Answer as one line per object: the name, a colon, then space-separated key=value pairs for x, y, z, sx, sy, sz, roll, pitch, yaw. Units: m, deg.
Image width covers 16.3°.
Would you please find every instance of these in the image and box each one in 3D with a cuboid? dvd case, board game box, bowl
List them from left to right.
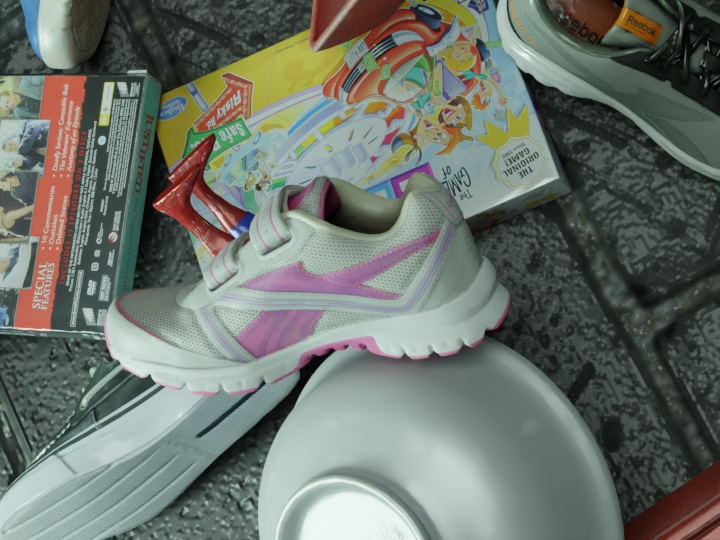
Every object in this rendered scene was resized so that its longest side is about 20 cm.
dvd case: x=-0.207 y=-0.037 z=1.394 sx=0.198 sy=0.022 sz=0.147 roll=2 pitch=79 yaw=27
board game box: x=-0.002 y=-0.066 z=1.351 sx=0.199 sy=0.034 sz=0.135 roll=-23 pitch=73 yaw=10
bowl: x=0.021 y=0.133 z=1.224 sx=0.200 sy=0.090 sz=0.203 roll=11 pitch=111 yaw=32

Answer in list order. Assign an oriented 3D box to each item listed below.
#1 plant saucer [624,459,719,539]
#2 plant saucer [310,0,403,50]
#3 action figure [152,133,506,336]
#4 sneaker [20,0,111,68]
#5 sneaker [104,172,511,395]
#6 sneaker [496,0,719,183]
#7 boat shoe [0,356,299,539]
plant saucer: x=0.193 y=0.197 z=1.234 sx=0.199 sy=0.037 sz=0.200 roll=-35 pitch=71 yaw=7
plant saucer: x=0.038 y=-0.236 z=1.287 sx=0.036 sy=0.200 sz=0.201 roll=17 pitch=57 yaw=-19
action figure: x=0.000 y=0.000 z=1.284 sx=0.099 sy=0.065 sz=0.200 roll=-39 pitch=104 yaw=24
sneaker: x=-0.200 y=-0.204 z=1.416 sx=0.110 sy=0.077 sz=0.202 roll=-3 pitch=73 yaw=10
sneaker: x=-0.031 y=-0.001 z=1.217 sx=0.198 sy=0.081 sz=0.089 roll=-11 pitch=111 yaw=8
sneaker: x=0.161 y=-0.102 z=1.278 sx=0.199 sy=0.079 sz=0.074 roll=24 pitch=79 yaw=5
boat shoe: x=-0.115 y=0.077 z=1.333 sx=0.199 sy=0.072 sz=0.071 roll=-35 pitch=52 yaw=18
